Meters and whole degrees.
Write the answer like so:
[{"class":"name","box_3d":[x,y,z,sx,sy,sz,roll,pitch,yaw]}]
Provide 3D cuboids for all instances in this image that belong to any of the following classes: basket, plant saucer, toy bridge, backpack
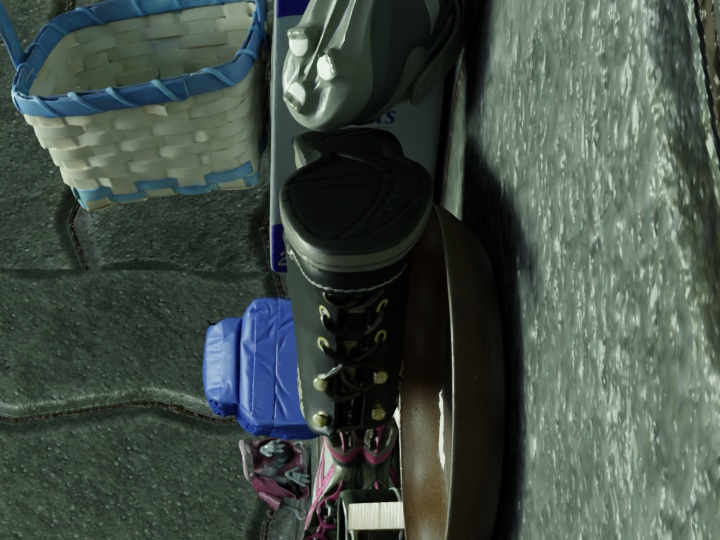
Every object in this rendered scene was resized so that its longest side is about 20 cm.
[{"class":"basket","box_3d":[-0.142,-0.146,0.867,0.140,0.175,0.201,-88,-9,-49]},{"class":"plant saucer","box_3d":[0.045,0.065,0.697,0.200,0.032,0.202,180,90,-85]},{"class":"toy bridge","box_3d":[0.021,0.147,0.820,0.067,0.027,0.202,-14,71,49]},{"class":"backpack","box_3d":[-0.102,0.116,1.645,0.200,0.166,0.164,96,180,-79]}]

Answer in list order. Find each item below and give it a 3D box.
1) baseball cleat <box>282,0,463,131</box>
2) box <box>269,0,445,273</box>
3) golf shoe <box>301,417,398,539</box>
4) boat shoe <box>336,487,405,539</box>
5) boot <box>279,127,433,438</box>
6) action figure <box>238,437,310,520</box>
[{"class":"baseball cleat","box_3d":[0.028,-0.161,0.713,0.070,0.106,0.200,49,124,23]},{"class":"box","box_3d":[-0.006,-0.131,0.891,0.185,0.104,0.201,-96,7,-54]},{"class":"golf shoe","box_3d":[-0.003,0.178,1.042,0.092,0.072,0.201,87,-168,-69]},{"class":"boat shoe","box_3d":[-0.001,0.236,0.892,0.071,0.063,0.202,-146,61,-73]},{"class":"boot","box_3d":[-0.002,0.019,0.701,0.204,0.073,0.155,-99,8,-71]},{"class":"action figure","box_3d":[-0.156,0.366,2.390,0.200,0.148,0.135,136,130,-64]}]
